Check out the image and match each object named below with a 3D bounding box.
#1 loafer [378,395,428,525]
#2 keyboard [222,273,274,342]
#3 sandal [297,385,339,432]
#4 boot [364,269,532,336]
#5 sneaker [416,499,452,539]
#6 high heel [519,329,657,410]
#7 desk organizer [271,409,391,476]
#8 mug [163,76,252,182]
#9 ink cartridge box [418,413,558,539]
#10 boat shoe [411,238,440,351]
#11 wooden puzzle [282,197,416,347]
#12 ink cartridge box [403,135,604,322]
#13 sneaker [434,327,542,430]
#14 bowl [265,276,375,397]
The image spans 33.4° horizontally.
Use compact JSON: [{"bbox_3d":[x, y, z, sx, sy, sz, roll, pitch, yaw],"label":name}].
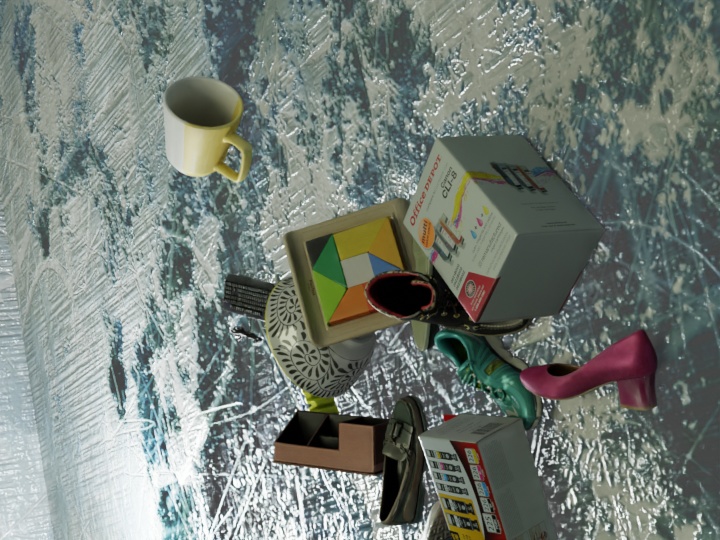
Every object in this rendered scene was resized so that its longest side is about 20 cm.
[{"bbox_3d":[0.061,0.291,1.812,0.072,0.063,0.201,11,103,57],"label":"loafer"},{"bbox_3d":[-0.212,0.077,2.259,0.200,0.021,0.128,9,102,58],"label":"keyboard"},{"bbox_3d":[-0.078,0.214,2.015,0.087,0.079,0.201,-27,70,60],"label":"sandal"},{"bbox_3d":[0.113,0.041,1.560,0.199,0.150,0.073,13,91,25],"label":"boot"},{"bbox_3d":[0.107,0.402,1.729,0.087,0.074,0.201,-124,31,-50],"label":"sneaker"},{"bbox_3d":[0.269,0.109,1.447,0.200,0.067,0.096,7,110,52],"label":"high heel"},{"bbox_3d":[-0.041,0.271,1.898,0.199,0.072,0.077,1,93,34],"label":"desk organizer"},{"bbox_3d":[-0.299,-0.247,2.251,0.153,0.149,0.187,108,148,-44],"label":"mug"},{"bbox_3d":[0.160,0.299,1.597,0.175,0.084,0.201,-7,103,59],"label":"ink cartridge box"},{"bbox_3d":[0.111,0.014,1.697,0.074,0.066,0.200,171,100,-72],"label":"boat shoe"},{"bbox_3d":[0.000,0.000,1.761,0.037,0.199,0.186,72,-178,-73],"label":"wooden puzzle"},{"bbox_3d":[0.174,-0.057,1.513,0.200,0.144,0.146,56,138,39],"label":"ink cartridge box"},{"bbox_3d":[0.170,0.144,1.606,0.200,0.079,0.078,48,133,41],"label":"sneaker"},{"bbox_3d":[-0.040,0.085,1.835,0.094,0.200,0.201,-27,70,38],"label":"bowl"}]
